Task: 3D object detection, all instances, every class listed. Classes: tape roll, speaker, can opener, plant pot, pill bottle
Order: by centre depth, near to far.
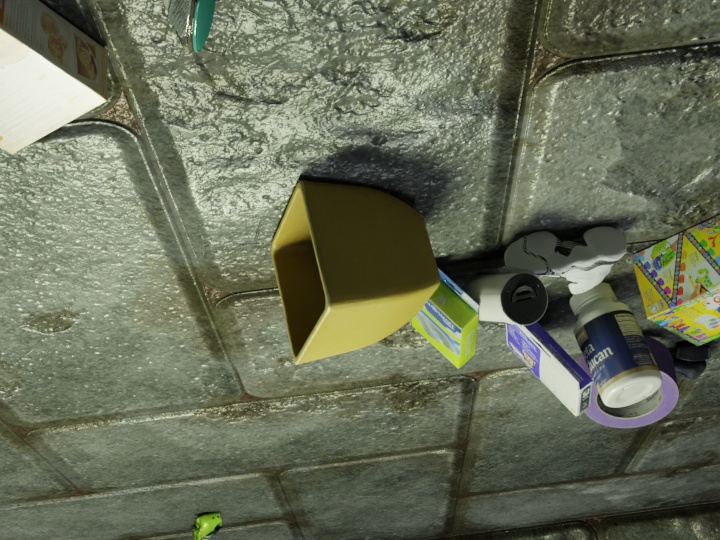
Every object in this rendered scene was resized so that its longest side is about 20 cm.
[{"bbox_3d":[0.000,0.000,1.448,0.196,0.199,0.195,-4,153,-21],"label":"plant pot"},{"bbox_3d":[0.227,0.045,1.613,0.080,0.083,0.200,0,179,-13],"label":"speaker"},{"bbox_3d":[0.441,0.127,1.765,0.109,0.202,0.112,-13,149,-8],"label":"pill bottle"},{"bbox_3d":[0.544,0.228,2.051,0.196,0.086,0.202,3,134,3],"label":"tape roll"},{"bbox_3d":[0.636,0.192,2.117,0.196,0.080,0.063,-3,-172,0],"label":"can opener"}]

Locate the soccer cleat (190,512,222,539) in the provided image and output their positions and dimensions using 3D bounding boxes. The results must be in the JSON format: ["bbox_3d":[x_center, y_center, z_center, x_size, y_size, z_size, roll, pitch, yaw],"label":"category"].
[{"bbox_3d":[-0.438,0.744,2.876,0.080,0.068,0.201,-11,155,-21],"label":"soccer cleat"}]

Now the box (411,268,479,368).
[{"bbox_3d":[0.142,0.078,1.699,0.048,0.122,0.201,-41,158,-16],"label":"box"}]

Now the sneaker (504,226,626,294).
[{"bbox_3d":[0.326,-0.008,1.627,0.196,0.076,0.116,-8,151,-5],"label":"sneaker"}]

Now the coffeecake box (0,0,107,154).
[{"bbox_3d":[-0.388,-0.222,1.047,0.152,0.074,0.199,-21,150,25],"label":"coffeecake box"}]

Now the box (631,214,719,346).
[{"bbox_3d":[0.599,0.018,1.696,0.191,0.124,0.199,-27,146,34],"label":"box"}]

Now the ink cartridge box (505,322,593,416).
[{"bbox_3d":[0.340,0.155,1.824,0.043,0.198,0.201,-39,155,-8],"label":"ink cartridge box"}]

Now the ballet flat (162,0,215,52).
[{"bbox_3d":[-0.168,-0.299,0.982,0.071,0.073,0.201,2,151,-17],"label":"ballet flat"}]
